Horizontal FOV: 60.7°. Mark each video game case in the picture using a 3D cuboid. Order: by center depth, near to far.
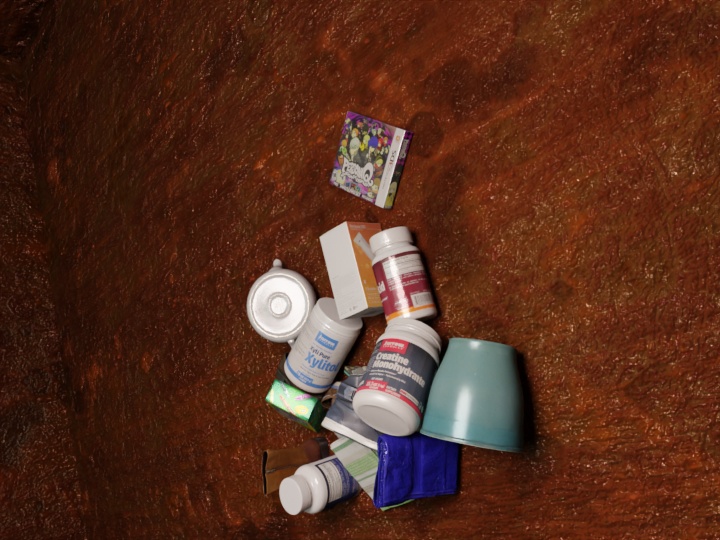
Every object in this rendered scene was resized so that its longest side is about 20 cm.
[{"bbox_3d":[0.021,-0.264,1.456,0.199,0.035,0.184,30,110,39],"label":"video game case"}]

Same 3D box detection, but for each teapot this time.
[{"bbox_3d":[-0.195,0.097,1.606,0.195,0.146,0.203,27,87,8],"label":"teapot"}]

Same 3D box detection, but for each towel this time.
[{"bbox_3d":[0.121,0.405,1.265,0.049,0.197,0.151,15,102,59],"label":"towel"},{"bbox_3d":[0.028,0.459,1.417,0.201,0.031,0.149,50,140,1],"label":"towel"}]

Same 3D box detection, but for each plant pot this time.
[{"bbox_3d":[0.224,0.233,1.182,0.198,0.198,0.192,-1,76,43],"label":"plant pot"}]

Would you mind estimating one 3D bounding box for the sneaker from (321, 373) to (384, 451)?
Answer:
[{"bbox_3d":[0.029,0.307,1.329,0.199,0.077,0.148,21,76,20],"label":"sneaker"}]

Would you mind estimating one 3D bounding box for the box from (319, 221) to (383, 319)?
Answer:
[{"bbox_3d":[0.000,0.000,1.423,0.097,0.123,0.204,-25,75,40],"label":"box"}]

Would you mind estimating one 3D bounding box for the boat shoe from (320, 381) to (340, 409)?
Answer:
[{"bbox_3d":[-0.030,0.320,1.462,0.073,0.072,0.199,55,155,-12],"label":"boat shoe"}]

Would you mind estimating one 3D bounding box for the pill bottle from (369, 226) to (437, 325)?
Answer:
[{"bbox_3d":[0.089,0.016,1.345,0.113,0.113,0.204,-26,74,41],"label":"pill bottle"}]

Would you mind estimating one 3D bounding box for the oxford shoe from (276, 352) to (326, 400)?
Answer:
[{"bbox_3d":[-0.151,0.276,1.612,0.198,0.072,0.086,27,107,40],"label":"oxford shoe"}]

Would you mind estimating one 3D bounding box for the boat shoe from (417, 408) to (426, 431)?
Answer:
[{"bbox_3d":[0.095,0.282,1.335,0.200,0.066,0.074,46,165,14],"label":"boat shoe"}]

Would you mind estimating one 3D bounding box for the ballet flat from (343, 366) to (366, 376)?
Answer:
[{"bbox_3d":[0.045,0.267,1.438,0.199,0.071,0.073,36,115,37],"label":"ballet flat"}]

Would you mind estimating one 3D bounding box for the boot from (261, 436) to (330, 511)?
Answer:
[{"bbox_3d":[-0.154,0.526,1.532,0.068,0.198,0.193,-2,90,42],"label":"boot"}]

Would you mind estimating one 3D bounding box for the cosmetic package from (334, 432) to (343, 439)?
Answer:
[{"bbox_3d":[0.033,0.388,1.427,0.198,0.051,0.083,-9,122,44],"label":"cosmetic package"}]

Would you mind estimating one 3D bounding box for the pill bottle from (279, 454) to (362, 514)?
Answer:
[{"bbox_3d":[-0.094,0.514,1.475,0.110,0.198,0.114,1,92,43],"label":"pill bottle"}]

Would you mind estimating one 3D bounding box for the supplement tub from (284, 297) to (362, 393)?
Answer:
[{"bbox_3d":[-0.092,0.184,1.503,0.132,0.131,0.202,43,115,34],"label":"supplement tub"}]

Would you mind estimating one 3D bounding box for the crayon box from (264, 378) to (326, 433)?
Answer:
[{"bbox_3d":[-0.154,0.337,1.513,0.117,0.201,0.059,23,71,13],"label":"crayon box"}]

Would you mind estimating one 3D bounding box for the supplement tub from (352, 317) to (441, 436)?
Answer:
[{"bbox_3d":[0.078,0.213,1.236,0.139,0.141,0.202,-13,41,43],"label":"supplement tub"}]
